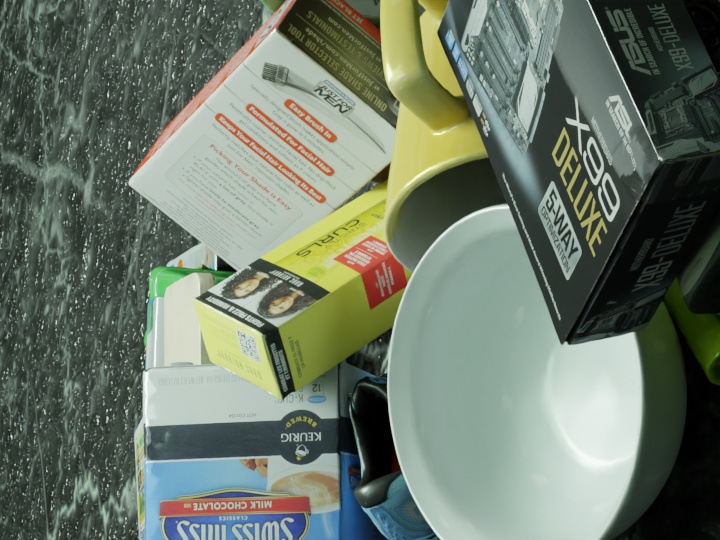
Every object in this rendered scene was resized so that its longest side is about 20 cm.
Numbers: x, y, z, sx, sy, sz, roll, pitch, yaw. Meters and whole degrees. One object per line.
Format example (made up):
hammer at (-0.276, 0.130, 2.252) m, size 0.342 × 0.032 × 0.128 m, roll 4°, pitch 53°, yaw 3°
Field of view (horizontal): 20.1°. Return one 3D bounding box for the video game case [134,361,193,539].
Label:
video game case at (-0.135, 0.179, 1.432) m, size 0.200 × 0.022 × 0.183 m, roll 124°, pitch 143°, yaw -68°

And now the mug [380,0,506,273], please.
mug at (0.086, -0.098, 1.168) m, size 0.187 × 0.148 × 0.154 m, roll 89°, pitch -179°, yaw -58°

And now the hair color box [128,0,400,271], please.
hair color box at (-0.051, -0.086, 1.300) m, size 0.200 × 0.111 × 0.064 m, roll -38°, pitch 18°, yaw 48°

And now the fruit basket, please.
fruit basket at (-0.148, 0.070, 1.681) m, size 0.200 × 0.093 × 0.186 m, roll 165°, pitch 109°, yaw -66°

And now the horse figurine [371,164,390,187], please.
horse figurine at (0.026, -0.020, 1.351) m, size 0.132 × 0.050 × 0.201 m, roll -14°, pitch 58°, yaw 28°

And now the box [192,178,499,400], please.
box at (0.000, 0.000, 1.235) m, size 0.075 × 0.200 × 0.050 m, roll 25°, pitch 137°, yaw 46°

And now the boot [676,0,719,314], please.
boot at (0.181, -0.097, 0.956) m, size 0.204 × 0.073 × 0.154 m, roll -62°, pitch 40°, yaw 44°

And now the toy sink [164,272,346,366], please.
toy sink at (-0.077, 0.106, 1.488) m, size 0.130 × 0.111 × 0.201 m, roll 158°, pitch 112°, yaw -71°

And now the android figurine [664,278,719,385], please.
android figurine at (0.209, -0.033, 1.023) m, size 0.183 × 0.041 × 0.200 m, roll -64°, pitch 34°, yaw 36°

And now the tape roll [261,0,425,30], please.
tape roll at (0.026, -0.218, 1.252) m, size 0.201 × 0.199 × 0.048 m, roll -54°, pitch 40°, yaw 47°

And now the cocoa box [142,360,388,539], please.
cocoa box at (-0.044, 0.136, 1.302) m, size 0.200 × 0.133 × 0.132 m, roll 31°, pitch -123°, yaw -72°

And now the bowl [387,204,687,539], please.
bowl at (0.111, 0.065, 1.108) m, size 0.201 × 0.090 × 0.202 m, roll 1°, pitch 91°, yaw 51°

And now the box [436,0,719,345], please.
box at (0.106, -0.090, 0.980) m, size 0.158 × 0.050 × 0.201 m, roll 110°, pitch 146°, yaw -57°

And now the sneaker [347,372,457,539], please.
sneaker at (0.040, 0.074, 1.212) m, size 0.078 × 0.090 × 0.201 m, roll -26°, pitch 39°, yaw 35°
